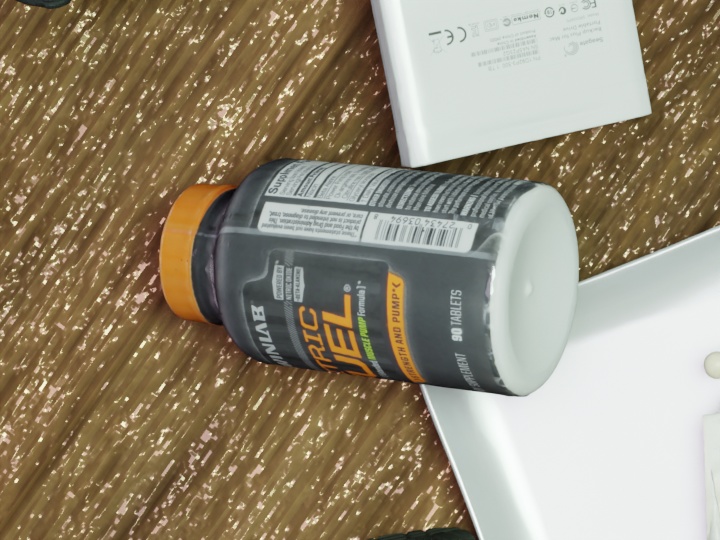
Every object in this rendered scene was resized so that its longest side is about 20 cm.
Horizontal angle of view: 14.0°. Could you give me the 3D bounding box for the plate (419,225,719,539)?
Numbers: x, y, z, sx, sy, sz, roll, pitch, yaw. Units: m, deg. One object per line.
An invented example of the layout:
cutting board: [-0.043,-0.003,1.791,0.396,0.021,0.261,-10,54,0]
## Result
plate: [0.150,0.097,1.483,0.199,0.032,0.201,-21,86,9]

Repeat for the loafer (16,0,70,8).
loafer: [-0.157,-0.216,1.469,0.070,0.068,0.201,17,50,-6]

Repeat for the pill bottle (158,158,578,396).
pill bottle: [0.000,0.000,1.459,0.199,0.106,0.107,6,91,27]

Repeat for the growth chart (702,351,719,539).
growth chart: [0.232,0.126,1.446,0.144,0.018,0.201,2,91,7]

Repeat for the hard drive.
hard drive: [0.065,-0.163,1.465,0.131,0.026,0.201,-13,97,-15]

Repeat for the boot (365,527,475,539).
boot: [-0.022,0.209,1.496,0.199,0.068,0.131,-7,99,14]
